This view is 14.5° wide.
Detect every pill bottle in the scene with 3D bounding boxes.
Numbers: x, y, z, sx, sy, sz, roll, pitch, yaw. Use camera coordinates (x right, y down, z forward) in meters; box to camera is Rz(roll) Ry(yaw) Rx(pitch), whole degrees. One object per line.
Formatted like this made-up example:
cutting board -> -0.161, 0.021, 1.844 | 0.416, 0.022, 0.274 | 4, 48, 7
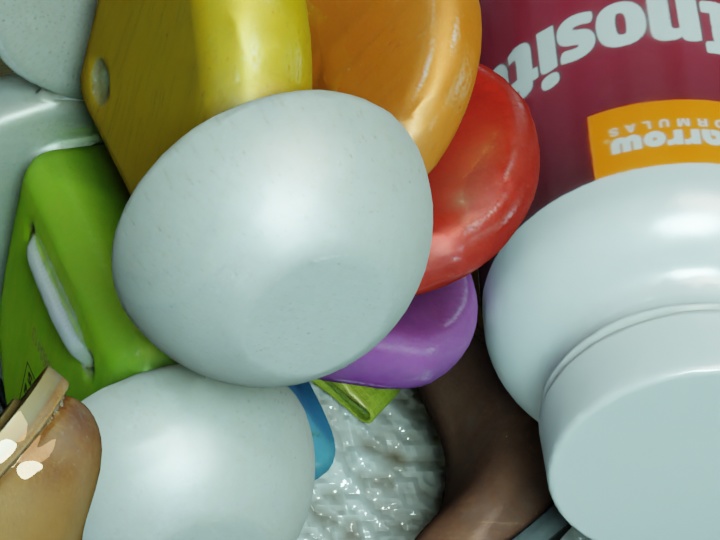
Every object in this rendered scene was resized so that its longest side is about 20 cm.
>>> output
pill bottle -> 0.089, -0.020, 0.844 | 0.113, 0.113, 0.200 | 11, 46, -16

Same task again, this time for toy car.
toy car -> -0.029, -0.013, 0.776 | 0.150, 0.200, 0.175 | 0, 42, -31

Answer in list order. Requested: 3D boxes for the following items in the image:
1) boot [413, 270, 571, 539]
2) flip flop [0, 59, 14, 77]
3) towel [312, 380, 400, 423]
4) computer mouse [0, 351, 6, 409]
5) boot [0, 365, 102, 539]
boot -> 0.000, 0.000, 0.891 | 0.200, 0.069, 0.188 | 37, 51, 0
flip flop -> -0.111, -0.102, 0.902 | 0.081, 0.058, 0.200 | -31, 52, -27
towel -> 0.024, -0.035, 0.978 | 0.086, 0.018, 0.200 | 37, 50, 6
computer mouse -> -0.154, 0.051, 0.811 | 0.199, 0.053, 0.139 | 1, 56, -24
boot -> -0.056, 0.130, 0.705 | 0.154, 0.200, 0.074 | 28, 33, 6
